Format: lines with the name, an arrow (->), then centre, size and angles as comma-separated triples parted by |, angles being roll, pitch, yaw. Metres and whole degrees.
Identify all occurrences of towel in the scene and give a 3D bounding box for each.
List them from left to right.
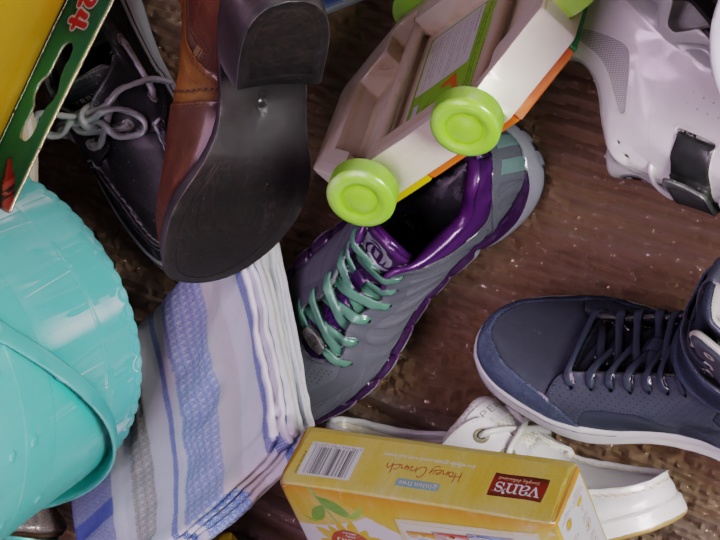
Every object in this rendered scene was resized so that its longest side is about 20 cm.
towel -> -0.093, 0.075, 1.355 | 0.200, 0.024, 0.147 | -43, 45, 39

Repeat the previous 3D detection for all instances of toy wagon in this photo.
toy wagon -> 0.057, -0.104, 1.228 | 0.040, 0.156, 0.200 | 41, 130, -21

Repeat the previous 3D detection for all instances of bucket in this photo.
bucket -> -0.217, 0.050, 1.341 | 0.206, 0.135, 0.208 | 16, 119, 32

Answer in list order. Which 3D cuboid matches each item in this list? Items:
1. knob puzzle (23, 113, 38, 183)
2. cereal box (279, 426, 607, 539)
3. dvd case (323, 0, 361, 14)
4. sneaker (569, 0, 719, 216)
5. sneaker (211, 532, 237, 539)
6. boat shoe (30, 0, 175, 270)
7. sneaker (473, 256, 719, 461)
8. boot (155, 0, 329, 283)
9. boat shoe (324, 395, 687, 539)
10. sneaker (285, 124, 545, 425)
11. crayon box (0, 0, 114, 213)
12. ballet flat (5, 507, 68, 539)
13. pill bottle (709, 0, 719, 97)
knob puzzle -> -0.221, -0.074, 1.429 | 0.219, 0.030, 0.221 | 14, 109, 45
cereal box -> 0.058, 0.158, 1.263 | 0.143, 0.040, 0.200 | 6, 140, 28
dvd case -> 0.016, -0.215, 1.315 | 0.199, 0.018, 0.143 | -18, 87, 30
sneaker -> 0.162, -0.058, 1.228 | 0.089, 0.074, 0.200 | -48, 64, 25
sneaker -> -0.086, 0.181, 1.399 | 0.199, 0.070, 0.091 | -1, 89, 25
boat shoe -> -0.129, -0.088, 1.382 | 0.073, 0.068, 0.200 | -20, 87, 29
sneaker -> 0.137, 0.027, 1.204 | 0.201, 0.146, 0.077 | 14, 65, 21
boot -> -0.082, -0.119, 1.310 | 0.200, 0.068, 0.189 | -115, 26, -44
boat shoe -> 0.062, 0.096, 1.300 | 0.199, 0.071, 0.070 | -2, 96, 30
sneaker -> 0.000, 0.000, 1.300 | 0.074, 0.087, 0.200 | 46, 107, 14
crayon box -> -0.216, -0.115, 1.328 | 0.200, 0.051, 0.127 | 20, 84, 45
ballet flat -> -0.245, 0.101, 1.475 | 0.199, 0.068, 0.068 | 10, 94, 26
pill bottle -> 0.224, -0.097, 1.111 | 0.114, 0.200, 0.115 | 4, 99, 28
